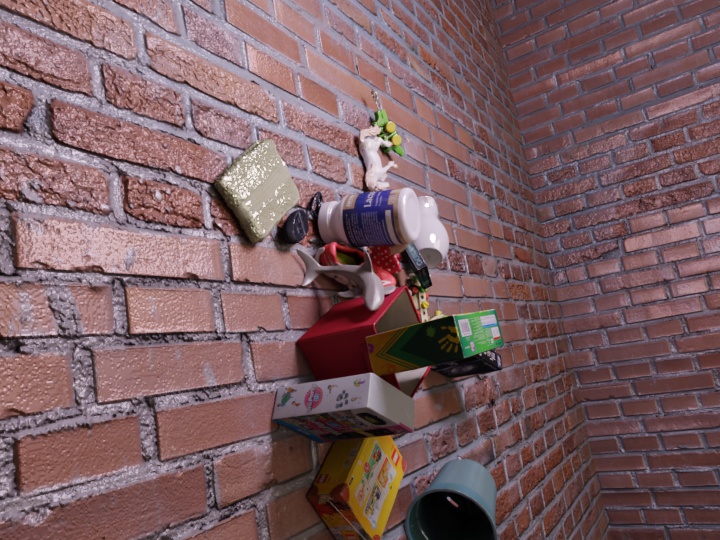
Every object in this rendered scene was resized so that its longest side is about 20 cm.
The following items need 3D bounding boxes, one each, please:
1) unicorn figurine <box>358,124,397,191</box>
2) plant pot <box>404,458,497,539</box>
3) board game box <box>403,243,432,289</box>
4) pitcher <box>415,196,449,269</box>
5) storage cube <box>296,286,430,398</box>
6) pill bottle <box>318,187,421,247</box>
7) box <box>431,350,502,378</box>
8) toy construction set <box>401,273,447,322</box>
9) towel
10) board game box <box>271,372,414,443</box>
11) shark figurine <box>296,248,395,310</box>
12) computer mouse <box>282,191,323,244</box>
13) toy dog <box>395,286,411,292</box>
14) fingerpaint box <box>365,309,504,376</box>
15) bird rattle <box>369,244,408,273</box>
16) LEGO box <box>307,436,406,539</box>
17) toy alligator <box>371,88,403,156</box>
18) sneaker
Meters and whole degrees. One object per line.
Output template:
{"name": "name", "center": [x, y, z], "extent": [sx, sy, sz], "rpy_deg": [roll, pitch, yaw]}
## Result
{"name": "unicorn figurine", "center": [0.043, -0.276, 1.448], "extent": [0.137, 0.074, 0.200], "rpy_deg": [-26, 85, -49]}
{"name": "plant pot", "center": [0.225, 0.542, 1.270], "extent": [0.196, 0.200, 0.201], "rpy_deg": [-23, 97, -66]}
{"name": "board game box", "center": [0.115, -0.061, 1.386], "extent": [0.200, 0.028, 0.135], "rpy_deg": [62, 1, 26]}
{"name": "pitcher", "center": [0.188, -0.083, 1.558], "extent": [0.200, 0.121, 0.172], "rpy_deg": [-88, 160, -46]}
{"name": "storage cube", "center": [0.017, 0.156, 1.097], "extent": [0.200, 0.179, 0.171], "rpy_deg": [-43, 114, -57]}
{"name": "pill bottle", "center": [0.019, -0.108, 1.182], "extent": [0.116, 0.199, 0.116], "rpy_deg": [-4, 90, -67]}
{"name": "box", "center": [0.267, 0.236, 1.486], "extent": [0.200, 0.160, 0.044], "rpy_deg": [33, 49, -49]}
{"name": "toy construction set", "center": [0.166, 0.086, 1.455], "extent": [0.131, 0.092, 0.201], "rpy_deg": [-4, 71, -34]}
{"name": "towel", "center": [-0.185, -0.155, 1.044], "extent": [0.149, 0.036, 0.200], "rpy_deg": [60, 34, -22]}
{"name": "board game box", "center": [-0.028, 0.242, 0.965], "extent": [0.148, 0.200, 0.064], "rpy_deg": [41, 45, -42]}
{"name": "shark figurine", "center": [-0.015, -0.002, 1.084], "extent": [0.128, 0.214, 0.090], "rpy_deg": [-24, 127, -43]}
{"name": "computer mouse", "center": [-0.119, -0.112, 1.145], "extent": [0.200, 0.034, 0.059], "rpy_deg": [-62, 144, -58]}
{"name": "toy dog", "center": [0.084, 0.081, 1.306], "extent": [0.200, 0.096, 0.132], "rpy_deg": [13, 64, -50]}
{"name": "fingerpaint box", "center": [0.134, 0.124, 0.964], "extent": [0.200, 0.167, 0.074], "rpy_deg": [2, 73, -59]}
{"name": "bird rattle", "center": [0.047, -0.083, 1.285], "extent": [0.113, 0.163, 0.200], "rpy_deg": [-31, 95, -40]}
{"name": "LEGO box", "center": [0.002, 0.399, 1.063], "extent": [0.149, 0.077, 0.200], "rpy_deg": [63, 33, -20]}
{"name": "toy alligator", "center": [0.058, -0.395, 1.534], "extent": [0.054, 0.059, 0.200], "rpy_deg": [-35, 112, -15]}
{"name": "sneaker", "center": [0.000, 0.000, 1.179], "extent": [0.200, 0.085, 0.077], "rpy_deg": [23, 58, -26]}
